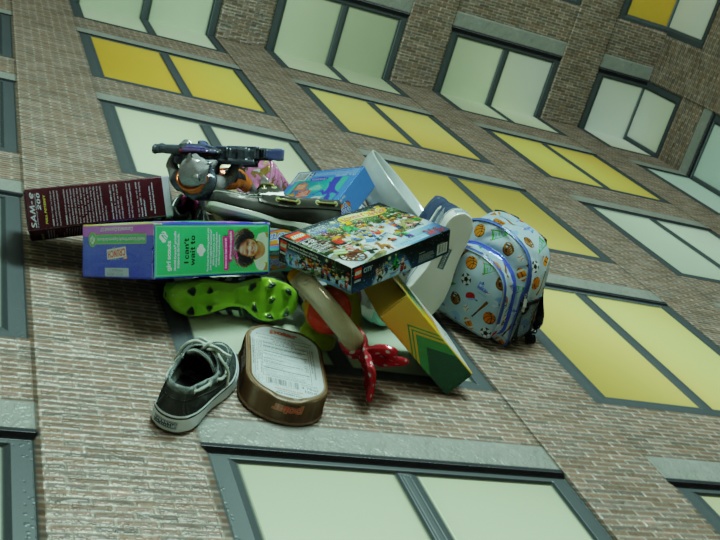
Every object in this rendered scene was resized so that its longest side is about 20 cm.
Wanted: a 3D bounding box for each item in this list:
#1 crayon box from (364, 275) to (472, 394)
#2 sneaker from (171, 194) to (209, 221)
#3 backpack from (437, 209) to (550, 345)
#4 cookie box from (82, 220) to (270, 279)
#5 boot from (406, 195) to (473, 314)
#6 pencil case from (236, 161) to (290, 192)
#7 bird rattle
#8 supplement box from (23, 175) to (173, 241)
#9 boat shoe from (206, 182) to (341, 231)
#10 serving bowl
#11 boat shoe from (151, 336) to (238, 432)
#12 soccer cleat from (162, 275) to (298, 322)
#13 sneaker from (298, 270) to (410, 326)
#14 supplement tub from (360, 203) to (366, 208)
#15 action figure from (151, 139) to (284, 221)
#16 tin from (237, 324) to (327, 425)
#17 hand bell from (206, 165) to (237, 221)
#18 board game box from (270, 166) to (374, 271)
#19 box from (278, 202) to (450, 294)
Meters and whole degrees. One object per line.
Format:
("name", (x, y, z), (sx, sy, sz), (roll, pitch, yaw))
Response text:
("crayon box", (0.067, 0.066, 1.406), (0.201, 0.051, 0.126), (51, 5, -28))
("sneaker", (-0.272, -0.084, 1.598), (0.079, 0.087, 0.200), (16, 19, -9))
("backpack", (0.212, 0.005, 1.636), (0.198, 0.193, 0.153), (29, 23, 25))
("cookie box", (-0.250, -0.029, 1.369), (0.170, 0.077, 0.198), (2, 4, 42))
("boot", (0.106, -0.016, 1.595), (0.072, 0.202, 0.090), (23, 12, -30))
("pencil case", (-0.149, -0.128, 1.707), (0.085, 0.084, 0.200), (2, -19, 18))
("bird rattle", (-0.034, 0.075, 1.330), (0.163, 0.112, 0.200), (51, 3, -37))
("supplement box", (-0.371, -0.088, 1.424), (0.197, 0.062, 0.109), (-8, -3, -18))
("boat shoe", (-0.122, -0.091, 1.436), (0.198, 0.062, 0.072), (12, -8, -23))
("serving bowl", (0.059, -0.106, 1.709), (0.201, 0.066, 0.200), (50, 9, -10))
("boat shoe", (-0.188, 0.115, 1.181), (0.073, 0.069, 0.199), (22, 20, 10))
("soccer cleat", (-0.181, 0.033, 1.414), (0.198, 0.069, 0.081), (4, 12, -34))
("sneaker", (0.000, 0.000, 1.493), (0.077, 0.141, 0.199), (35, 16, 37))
("supplement tub", (-0.027, -0.044, 1.645), (0.130, 0.134, 0.200), (10, 22, -21))
("action figure", (-0.197, -0.128, 1.456), (0.197, 0.106, 0.193), (3, -7, 17))
("tin", (-0.098, 0.128, 1.275), (0.110, 0.042, 0.200), (18, 19, -14))
("hand bell", (-0.216, -0.082, 1.676), (0.103, 0.105, 0.201), (9, 33, -22))
("board game box", (-0.088, -0.081, 1.578), (0.151, 0.045, 0.201), (0, 42, 43))
("box", (0.007, -0.034, 1.346), (0.136, 0.038, 0.199), (23, 31, 37))
